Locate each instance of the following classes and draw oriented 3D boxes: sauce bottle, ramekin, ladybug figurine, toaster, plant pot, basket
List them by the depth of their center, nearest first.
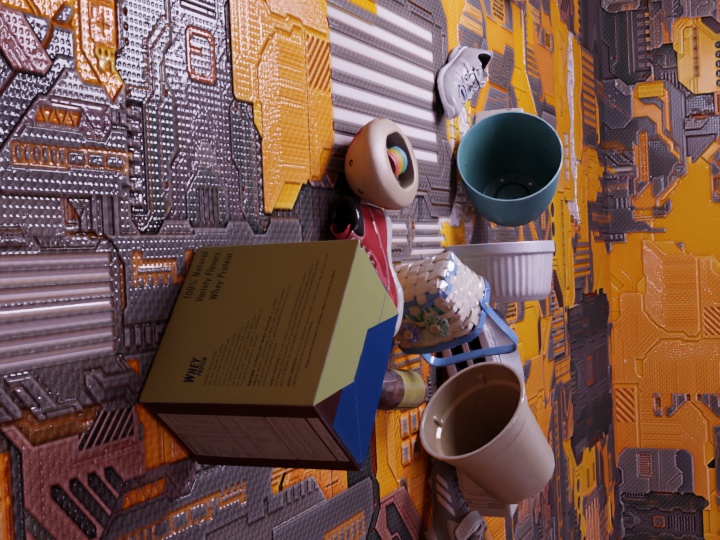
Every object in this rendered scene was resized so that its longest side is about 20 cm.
[{"bbox_3d":[0.030,-0.153,1.538,0.200,0.071,0.137,-30,102,-69],"label":"ladybug figurine"},{"bbox_3d":[0.041,0.176,1.562,0.200,0.065,0.067,21,69,-67],"label":"sauce bottle"},{"bbox_3d":[0.132,0.077,1.657,0.200,0.175,0.140,44,45,-32],"label":"basket"},{"bbox_3d":[0.230,0.290,1.768,0.184,0.199,0.201,51,40,-29],"label":"plant pot"},{"bbox_3d":[0.215,0.146,1.892,0.129,0.113,0.202,11,62,-64],"label":"toaster"},{"bbox_3d":[0.255,0.004,1.902,0.200,0.198,0.106,-1,88,-66],"label":"ramekin"},{"bbox_3d":[0.291,-0.179,2.029,0.161,0.198,0.202,72,25,-61],"label":"plant pot"}]

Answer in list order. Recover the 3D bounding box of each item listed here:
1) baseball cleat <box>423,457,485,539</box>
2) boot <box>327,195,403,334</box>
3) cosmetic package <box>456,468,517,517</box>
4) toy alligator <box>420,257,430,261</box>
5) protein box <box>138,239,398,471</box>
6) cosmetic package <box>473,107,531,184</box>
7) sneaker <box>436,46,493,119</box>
[{"bbox_3d":[0.164,0.396,1.778,0.070,0.105,0.202,40,50,-53],"label":"baseball cleat"},{"bbox_3d":[0.000,0.000,1.482,0.144,0.072,0.202,14,68,-65],"label":"boot"},{"bbox_3d":[0.234,0.349,1.950,0.087,0.102,0.202,-40,126,-60],"label":"cosmetic package"},{"bbox_3d":[0.130,0.009,1.802,0.054,0.059,0.200,54,3,34],"label":"toy alligator"},{"bbox_3d":[-0.089,0.089,1.099,0.135,0.198,0.200,61,35,-46],"label":"protein box"},{"bbox_3d":[0.309,-0.246,2.175,0.200,0.103,0.074,53,42,-51],"label":"cosmetic package"},{"bbox_3d":[0.196,-0.358,1.944,0.075,0.081,0.201,66,32,-41],"label":"sneaker"}]
